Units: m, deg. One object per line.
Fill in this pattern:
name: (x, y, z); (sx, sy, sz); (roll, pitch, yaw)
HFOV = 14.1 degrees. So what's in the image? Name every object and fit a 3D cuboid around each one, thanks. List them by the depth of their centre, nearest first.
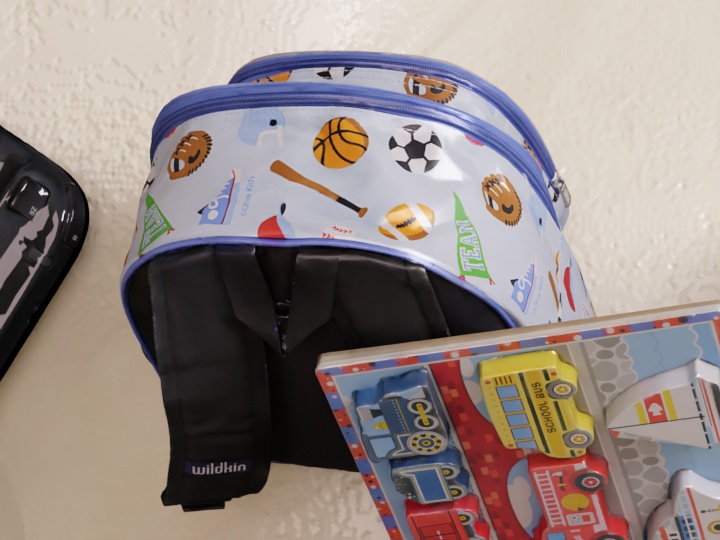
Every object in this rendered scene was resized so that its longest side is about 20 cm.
puzzle board: (0.081, 0.088, 1.102); (0.150, 0.200, 0.017); (-8, 49, 13)
backpack: (0.000, 0.000, 1.126); (0.199, 0.191, 0.155); (-3, 66, 14)
game controller: (-0.201, 0.027, 1.258); (0.104, 0.042, 0.200); (34, 92, 30)
